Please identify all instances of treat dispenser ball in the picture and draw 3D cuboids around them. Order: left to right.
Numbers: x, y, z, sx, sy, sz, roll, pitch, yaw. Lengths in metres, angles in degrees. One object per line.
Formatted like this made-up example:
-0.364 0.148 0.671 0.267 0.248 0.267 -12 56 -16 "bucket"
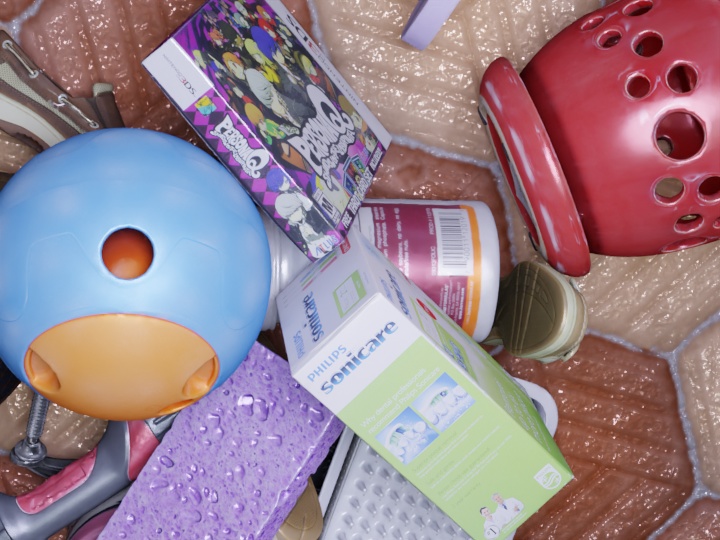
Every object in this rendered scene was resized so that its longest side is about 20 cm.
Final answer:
-0.161 0.003 0.960 0.200 0.201 0.201 -1 102 -7 "treat dispenser ball"

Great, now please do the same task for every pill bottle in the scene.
0.000 0.000 1.092 0.200 0.114 0.114 1 102 -7 "pill bottle"

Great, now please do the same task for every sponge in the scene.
-0.102 0.154 1.030 0.111 0.030 0.200 32 88 27 "sponge"

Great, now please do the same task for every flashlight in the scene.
-0.221 0.156 1.083 0.200 0.068 0.068 -31 125 -5 "flashlight"

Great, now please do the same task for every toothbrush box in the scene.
0.041 0.080 0.989 0.086 0.146 0.200 -45 109 9 "toothbrush box"

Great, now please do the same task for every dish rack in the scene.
0.050 0.164 1.114 0.171 0.044 0.200 19 93 -20 "dish rack"

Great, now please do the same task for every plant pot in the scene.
0.199 -0.099 1.055 0.182 0.200 0.201 -23 104 2 "plant pot"

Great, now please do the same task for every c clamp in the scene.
-0.225 0.087 1.096 0.171 0.027 0.200 -2 117 -29 "c clamp"

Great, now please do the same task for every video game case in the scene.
-0.060 -0.121 1.019 0.036 0.200 0.181 -35 104 25 "video game case"

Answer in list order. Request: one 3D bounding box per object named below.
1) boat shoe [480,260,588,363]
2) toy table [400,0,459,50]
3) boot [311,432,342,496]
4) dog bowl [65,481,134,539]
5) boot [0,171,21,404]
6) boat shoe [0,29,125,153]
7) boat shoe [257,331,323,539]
0.140 0.036 1.075 0.063 0.201 0.073 11 83 -11 "boat shoe"
0.043 -0.265 1.020 0.117 0.184 0.200 30 125 -7 "toy table"
0.010 0.183 1.162 0.165 0.066 0.200 25 93 -13 "boot"
-0.155 0.259 1.117 0.200 0.074 0.201 3 107 10 "dog bowl"
-0.291 0.011 1.094 0.097 0.075 0.200 28 108 13 "boot"
-0.208 -0.110 1.065 0.202 0.075 0.075 34 90 -12 "boat shoe"
-0.090 0.133 1.096 0.074 0.200 0.069 15 138 -41 "boat shoe"
